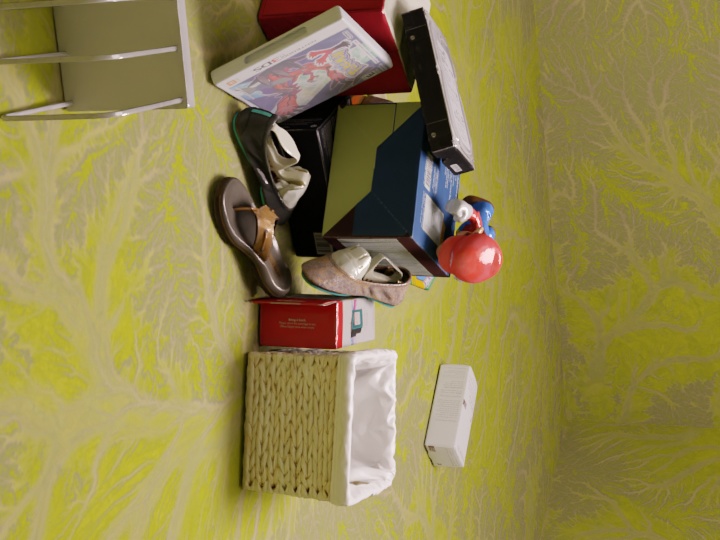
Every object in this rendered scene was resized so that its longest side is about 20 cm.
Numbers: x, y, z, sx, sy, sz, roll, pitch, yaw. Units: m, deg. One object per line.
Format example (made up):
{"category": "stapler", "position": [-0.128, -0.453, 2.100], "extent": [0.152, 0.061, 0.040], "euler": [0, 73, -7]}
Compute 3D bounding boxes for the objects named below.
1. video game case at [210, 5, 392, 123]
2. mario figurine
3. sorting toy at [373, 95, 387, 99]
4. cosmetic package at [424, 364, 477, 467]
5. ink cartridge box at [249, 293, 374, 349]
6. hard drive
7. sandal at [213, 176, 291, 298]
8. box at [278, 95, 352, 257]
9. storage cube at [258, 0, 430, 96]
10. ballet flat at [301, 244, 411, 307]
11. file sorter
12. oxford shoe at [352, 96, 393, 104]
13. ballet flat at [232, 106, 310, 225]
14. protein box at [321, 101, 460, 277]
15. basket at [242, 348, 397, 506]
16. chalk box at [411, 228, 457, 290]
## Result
{"category": "video game case", "position": [-0.069, -0.256, 1.376], "extent": [0.023, 0.181, 0.200], "euler": [70, 16, 13]}
{"category": "mario figurine", "position": [0.145, -0.044, 1.552], "extent": [0.124, 0.106, 0.200], "euler": [49, 21, -8]}
{"category": "sorting toy", "position": [0.036, -0.188, 1.885], "extent": [0.186, 0.036, 0.201], "euler": [70, 29, -46]}
{"category": "cosmetic package", "position": [0.197, 0.312, 2.324], "extent": [0.102, 0.073, 0.201], "euler": [65, 31, -51]}
{"category": "ink cartridge box", "position": [-0.064, 0.069, 1.495], "extent": [0.200, 0.115, 0.068], "euler": [-4, 94, -70]}
{"category": "hard drive", "position": [0.109, -0.242, 1.477], "extent": [0.140, 0.038, 0.201], "euler": [27, 49, -70]}
{"category": "sandal", "position": [-0.126, -0.043, 1.386], "extent": [0.082, 0.054, 0.201], "euler": [-74, 146, -45]}
{"category": "box", "position": [-0.054, -0.139, 1.569], "extent": [0.141, 0.078, 0.201], "euler": [-54, 140, -53]}
{"category": "storage cube", "position": [-0.016, -0.363, 1.513], "extent": [0.171, 0.178, 0.201], "euler": [63, 33, -54]}
{"category": "ballet flat", "position": [0.000, 0.000, 1.486], "extent": [0.199, 0.068, 0.067], "euler": [13, 121, -50]}
{"category": "file sorter", "position": [-0.243, -0.235, 0.940], "extent": [0.124, 0.138, 0.202], "euler": [-32, 121, -63]}
{"category": "oxford shoe", "position": [0.005, -0.212, 1.738], "extent": [0.071, 0.072, 0.201], "euler": [69, 29, -48]}
{"category": "ballet flat", "position": [-0.109, -0.131, 1.427], "extent": [0.201, 0.068, 0.068], "euler": [69, 29, -48]}
{"category": "protein box", "position": [0.052, -0.111, 1.557], "extent": [0.200, 0.134, 0.200], "euler": [40, 54, -65]}
{"category": "basket", "position": [-0.051, 0.206, 1.475], "extent": [0.198, 0.160, 0.202], "euler": [6, 85, -70]}
{"category": "chalk box", "position": [0.079, -0.051, 1.833], "extent": [0.125, 0.124, 0.200], "euler": [-63, 160, 4]}
